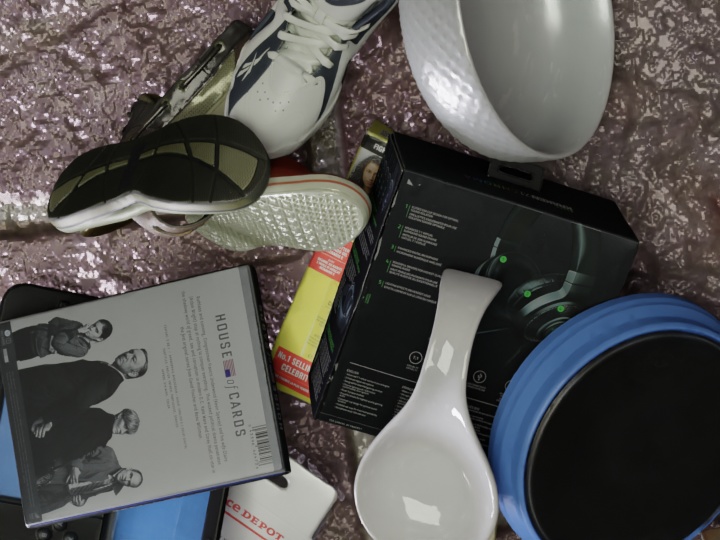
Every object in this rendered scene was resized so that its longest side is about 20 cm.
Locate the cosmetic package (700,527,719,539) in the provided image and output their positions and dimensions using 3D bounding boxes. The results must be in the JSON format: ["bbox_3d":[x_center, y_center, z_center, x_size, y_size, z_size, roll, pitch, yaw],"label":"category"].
[{"bbox_3d":[0.342,0.221,1.446,0.198,0.088,0.104,-10,120,3],"label":"cosmetic package"}]

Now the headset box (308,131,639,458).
[{"bbox_3d":[0.075,0.020,1.439,0.173,0.093,0.202,15,108,-10],"label":"headset box"}]

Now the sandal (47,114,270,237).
[{"bbox_3d":[-0.133,-0.057,1.456,0.200,0.080,0.057,-6,138,42],"label":"sandal"}]

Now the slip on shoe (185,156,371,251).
[{"bbox_3d":[-0.055,-0.053,1.469,0.074,0.199,0.062,37,71,-25],"label":"slip on shoe"}]

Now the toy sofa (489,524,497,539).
[{"bbox_3d":[0.068,0.222,1.530,0.097,0.083,0.202,9,111,12],"label":"toy sofa"}]

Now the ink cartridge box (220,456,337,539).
[{"bbox_3d":[-0.102,0.204,1.584,0.115,0.067,0.201,34,108,4],"label":"ink cartridge box"}]

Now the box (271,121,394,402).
[{"bbox_3d":[0.000,0.000,1.516,0.075,0.050,0.201,26,107,3],"label":"box"}]

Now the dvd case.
[{"bbox_3d":[-0.157,0.090,1.501,0.198,0.025,0.152,-13,81,12],"label":"dvd case"}]

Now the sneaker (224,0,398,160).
[{"bbox_3d":[-0.027,-0.171,1.417,0.079,0.130,0.199,40,82,7],"label":"sneaker"}]

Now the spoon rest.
[{"bbox_3d":[0.051,0.103,1.380,0.098,0.061,0.202,12,109,11],"label":"spoon rest"}]

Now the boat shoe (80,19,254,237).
[{"bbox_3d":[-0.138,-0.102,1.529,0.200,0.073,0.065,-39,82,13],"label":"boat shoe"}]

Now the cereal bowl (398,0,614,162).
[{"bbox_3d":[0.087,-0.167,1.402,0.083,0.200,0.202,-7,102,36],"label":"cereal bowl"}]

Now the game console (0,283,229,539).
[{"bbox_3d":[-0.186,0.121,1.527,0.174,0.116,0.202,12,85,-15],"label":"game console"}]

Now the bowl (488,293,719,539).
[{"bbox_3d":[0.183,0.115,1.428,0.199,0.039,0.202,-11,118,-21],"label":"bowl"}]
